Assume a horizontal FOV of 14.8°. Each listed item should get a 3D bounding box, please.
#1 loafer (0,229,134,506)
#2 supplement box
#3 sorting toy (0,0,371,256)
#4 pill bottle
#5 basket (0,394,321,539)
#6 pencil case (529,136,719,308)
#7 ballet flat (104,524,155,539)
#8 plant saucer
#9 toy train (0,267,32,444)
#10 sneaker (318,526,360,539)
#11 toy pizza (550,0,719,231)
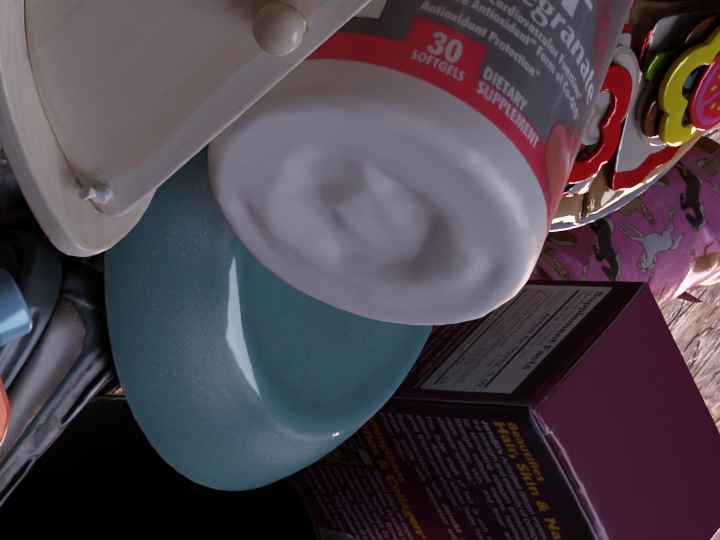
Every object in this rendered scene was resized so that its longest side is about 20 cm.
[{"bbox_3d":[-0.143,0.082,0.953,0.063,0.072,0.200,26,105,-30],"label":"loafer"},{"bbox_3d":[0.043,0.070,1.145,0.086,0.200,0.111,-45,119,-33],"label":"supplement box"},{"bbox_3d":[-0.020,-0.126,0.827,0.200,0.107,0.180,-39,-175,32],"label":"sorting toy"},{"bbox_3d":[0.032,-0.090,0.914,0.111,0.110,0.200,103,8,-54],"label":"pill bottle"},{"bbox_3d":[-0.127,0.169,1.101,0.180,0.136,0.200,-25,153,-51],"label":"basket"},{"bbox_3d":[0.130,-0.002,1.433,0.083,0.087,0.200,-24,-177,42],"label":"pencil case"},{"bbox_3d":[-0.057,0.109,1.245,0.200,0.068,0.067,-21,155,-52],"label":"ballet flat"},{"bbox_3d":[-0.016,-0.016,0.989,0.200,0.036,0.201,-23,119,-52],"label":"plant saucer"},{"bbox_3d":[-0.186,0.080,0.865,0.200,0.056,0.150,-29,118,-15],"label":"toy train"},{"bbox_3d":[-0.013,0.136,1.131,0.073,0.071,0.200,21,145,-37],"label":"sneaker"},{"bbox_3d":[0.113,-0.101,1.092,0.200,0.032,0.201,-30,137,-32],"label":"toy pizza"}]
